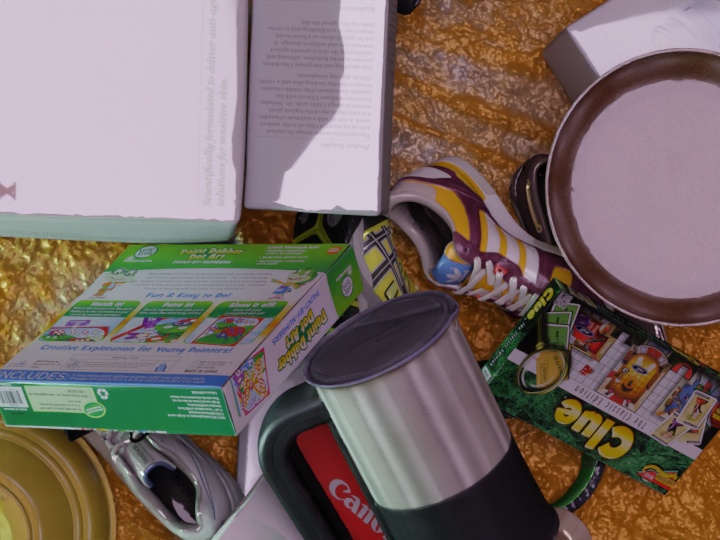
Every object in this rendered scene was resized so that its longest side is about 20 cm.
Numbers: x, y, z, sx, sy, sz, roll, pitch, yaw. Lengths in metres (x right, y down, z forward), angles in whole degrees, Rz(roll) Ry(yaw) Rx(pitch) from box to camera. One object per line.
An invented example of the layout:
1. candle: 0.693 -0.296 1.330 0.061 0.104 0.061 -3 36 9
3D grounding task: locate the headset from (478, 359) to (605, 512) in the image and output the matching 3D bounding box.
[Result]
1. headset: 0.096 0.124 1.658 0.199 0.094 0.124 10 84 -15

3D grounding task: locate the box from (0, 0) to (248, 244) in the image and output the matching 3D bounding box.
1. box: -0.184 -0.125 1.615 0.199 0.171 0.200 2 85 -4

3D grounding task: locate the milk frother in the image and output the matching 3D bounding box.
1. milk frother: 0.033 0.150 1.498 0.180 0.200 0.189 -29 110 -3

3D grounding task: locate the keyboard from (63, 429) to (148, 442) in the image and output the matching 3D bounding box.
1. keyboard: -0.140 0.058 1.623 0.199 0.040 0.104 -26 54 -24

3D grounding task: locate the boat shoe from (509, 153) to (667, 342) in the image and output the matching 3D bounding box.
1. boat shoe: 0.179 0.001 1.691 0.072 0.060 0.201 -27 88 -6

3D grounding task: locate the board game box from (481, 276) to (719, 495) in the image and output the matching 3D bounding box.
1. board game box: 0.187 0.089 1.643 0.200 0.023 0.105 28 110 -30

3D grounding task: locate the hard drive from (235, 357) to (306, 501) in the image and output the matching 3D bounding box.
1. hard drive: -0.029 0.146 1.680 0.131 0.026 0.201 3 84 -4

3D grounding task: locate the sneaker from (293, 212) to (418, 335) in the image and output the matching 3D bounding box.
1. sneaker: 0.000 0.000 1.670 0.076 0.075 0.201 15 62 -35

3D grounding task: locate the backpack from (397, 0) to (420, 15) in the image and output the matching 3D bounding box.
1. backpack: -0.023 -0.310 1.670 0.199 0.154 0.164 26 89 -23

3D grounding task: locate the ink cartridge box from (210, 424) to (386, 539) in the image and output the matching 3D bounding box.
1. ink cartridge box: -0.021 0.214 1.607 0.161 0.050 0.200 41 71 -6

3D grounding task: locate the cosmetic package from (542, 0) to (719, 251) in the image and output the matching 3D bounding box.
1. cosmetic package: 0.280 -0.145 1.681 0.200 0.123 0.200 -33 89 -5

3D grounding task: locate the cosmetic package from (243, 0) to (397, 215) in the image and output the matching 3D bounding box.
1. cosmetic package: -0.027 -0.142 1.600 0.101 0.071 0.201 3 92 7

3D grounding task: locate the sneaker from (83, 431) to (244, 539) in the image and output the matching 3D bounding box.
1. sneaker: -0.163 0.123 1.634 0.200 0.087 0.075 44 91 10

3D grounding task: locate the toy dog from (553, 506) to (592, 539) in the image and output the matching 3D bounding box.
1. toy dog: 0.108 0.262 1.632 0.096 0.132 0.201 23 112 37

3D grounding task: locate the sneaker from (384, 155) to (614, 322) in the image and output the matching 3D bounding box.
1. sneaker: 0.099 0.002 1.652 0.200 0.075 0.090 42 41 16

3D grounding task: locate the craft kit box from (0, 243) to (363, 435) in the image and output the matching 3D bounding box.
1. craft kit box: -0.128 0.045 1.563 0.199 0.198 0.049 0 123 30

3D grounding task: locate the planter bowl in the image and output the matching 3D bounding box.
1. planter bowl: -0.282 0.193 1.618 0.199 0.083 0.201 0 90 -2

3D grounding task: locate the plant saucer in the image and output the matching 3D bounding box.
1. plant saucer: 0.233 -0.060 1.598 0.199 0.032 0.201 0 91 2
